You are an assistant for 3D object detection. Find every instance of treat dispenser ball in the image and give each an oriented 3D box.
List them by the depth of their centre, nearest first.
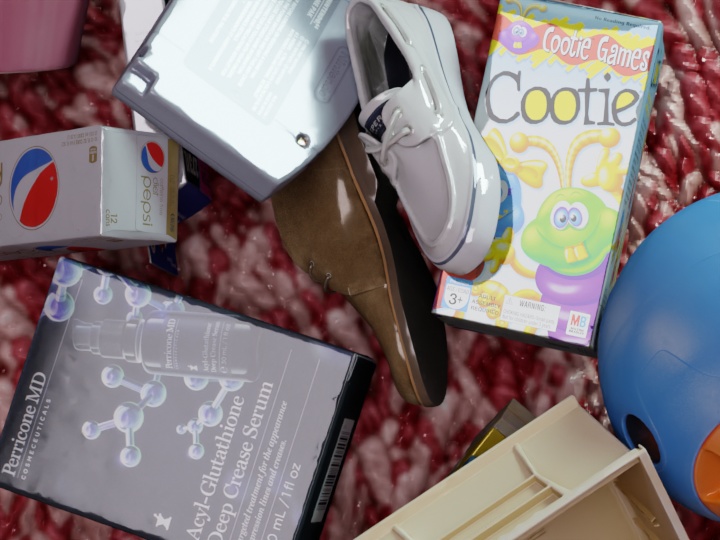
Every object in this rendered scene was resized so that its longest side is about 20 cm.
[{"bbox_3d":[0.239,0.051,1.393,0.199,0.201,0.203,-1,85,7],"label":"treat dispenser ball"}]

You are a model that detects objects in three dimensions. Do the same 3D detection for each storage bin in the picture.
[{"bbox_3d":[0.104,0.214,1.387,0.198,0.094,0.201,-33,119,-6],"label":"storage bin"}]

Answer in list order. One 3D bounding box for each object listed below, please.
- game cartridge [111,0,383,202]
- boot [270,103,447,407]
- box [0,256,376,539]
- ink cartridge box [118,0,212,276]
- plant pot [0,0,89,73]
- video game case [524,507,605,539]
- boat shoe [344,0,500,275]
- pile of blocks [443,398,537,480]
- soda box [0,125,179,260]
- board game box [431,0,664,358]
[{"bbox_3d":[-0.059,-0.139,1.465,0.133,0.040,0.201,34,51,-7],"label":"game cartridge"},{"bbox_3d":[0.000,0.000,1.498,0.075,0.074,0.201,-23,74,14],"label":"boot"},{"bbox_3d":[-0.109,0.093,1.477,0.198,0.107,0.150,17,88,9],"label":"box"},{"bbox_3d":[-0.124,-0.101,1.503,0.037,0.095,0.202,-6,84,5],"label":"ink cartridge box"},{"bbox_3d":[-0.242,-0.220,1.491,0.198,0.200,0.181,1,100,7],"label":"plant pot"},{"bbox_3d":[0.076,0.232,1.447,0.200,0.019,0.143,-46,119,0],"label":"video game case"},{"bbox_3d":[0.028,-0.083,1.421,0.074,0.065,0.201,-50,40,34],"label":"boat shoe"},{"bbox_3d":[0.056,0.177,1.463,0.062,0.082,0.200,39,91,-2],"label":"pile of blocks"},{"bbox_3d":[-0.198,-0.045,1.468,0.199,0.063,0.069,-5,83,46],"label":"soda box"},{"bbox_3d":[0.118,-0.057,1.466,0.102,0.105,0.202,12,86,9],"label":"board game box"}]
